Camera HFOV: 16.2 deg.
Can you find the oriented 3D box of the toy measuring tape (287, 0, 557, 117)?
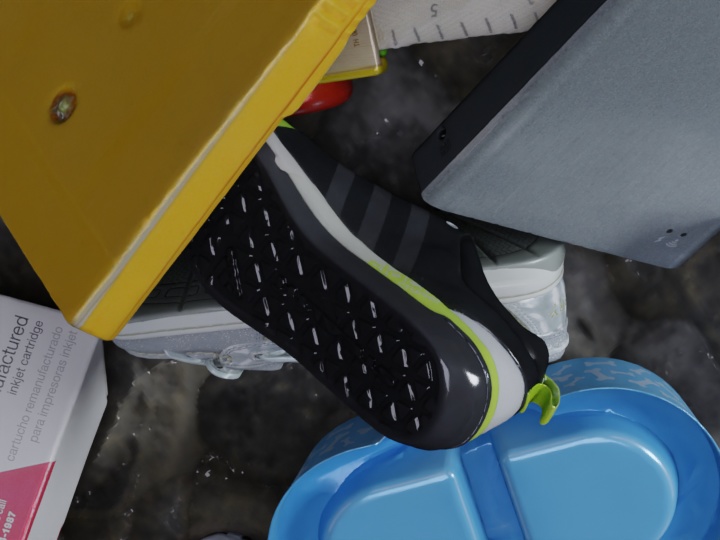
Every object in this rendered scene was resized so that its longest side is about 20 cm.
[{"bbox_3d":[0.007,-0.104,1.042,0.200,0.074,0.074,-7,102,22],"label":"toy measuring tape"}]

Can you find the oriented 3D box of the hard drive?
[{"bbox_3d":[0.132,-0.081,0.986,0.139,0.033,0.200,13,137,-33],"label":"hard drive"}]

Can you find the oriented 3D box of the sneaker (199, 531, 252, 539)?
[{"bbox_3d":[-0.099,0.211,1.120,0.074,0.088,0.200,25,103,0],"label":"sneaker"}]

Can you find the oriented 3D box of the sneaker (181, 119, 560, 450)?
[{"bbox_3d":[0.000,0.000,1.014,0.200,0.083,0.072,48,129,26],"label":"sneaker"}]

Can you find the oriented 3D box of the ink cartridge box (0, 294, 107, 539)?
[{"bbox_3d":[-0.224,0.073,1.070,0.200,0.084,0.145,15,63,4],"label":"ink cartridge box"}]

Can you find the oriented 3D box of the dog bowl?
[{"bbox_3d":[0.059,0.100,1.089,0.200,0.050,0.112,-15,114,10],"label":"dog bowl"}]

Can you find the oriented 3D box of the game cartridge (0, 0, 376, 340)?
[{"bbox_3d":[-0.083,-0.098,1.024,0.032,0.176,0.200,27,108,-45],"label":"game cartridge"}]

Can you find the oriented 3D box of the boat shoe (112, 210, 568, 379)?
[{"bbox_3d":[-0.012,0.018,1.080,0.201,0.074,0.065,-7,118,1],"label":"boat shoe"}]
